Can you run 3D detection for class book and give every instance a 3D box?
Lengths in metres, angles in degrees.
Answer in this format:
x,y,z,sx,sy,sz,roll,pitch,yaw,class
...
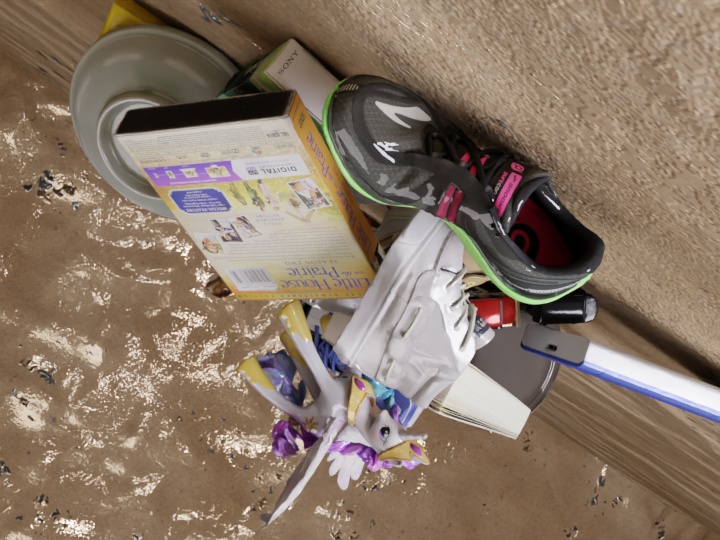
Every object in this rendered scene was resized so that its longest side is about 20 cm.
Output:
x,y,z,sx,sy,sz,roll,pitch,yaw,class
0.066,0.096,0.864,0.133,0.048,0.200,26,176,32,book

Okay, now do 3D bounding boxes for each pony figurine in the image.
x,y,z,sx,sy,sz,roll,pitch,yaw,class
-0.035,0.150,0.946,0.200,0.193,0.166,51,-141,14,pony figurine

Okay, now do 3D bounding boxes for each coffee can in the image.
x,y,z,sx,sy,sz,roll,pitch,yaw,class
0.110,0.075,1.079,0.146,0.147,0.200,36,175,-35,coffee can

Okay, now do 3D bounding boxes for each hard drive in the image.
x,y,z,sx,sy,sz,roll,pitch,yaw,class
0.247,0.094,0.787,0.199,0.025,0.132,21,178,-11,hard drive

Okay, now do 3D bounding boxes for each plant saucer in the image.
x,y,z,sx,sy,sz,roll,pitch,yaw,class
-0.183,-0.121,0.860,0.200,0.200,0.050,34,-141,-9,plant saucer

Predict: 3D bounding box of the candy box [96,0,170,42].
x,y,z,sx,sy,sz,roll,pitch,yaw,class
-0.158,-0.156,0.875,0.199,0.102,0.026,34,-145,-7,candy box

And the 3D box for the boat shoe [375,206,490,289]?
x,y,z,sx,sy,sz,roll,pitch,yaw,class
0.071,-0.011,0.746,0.074,0.066,0.200,47,159,-21,boat shoe

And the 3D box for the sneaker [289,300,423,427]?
x,y,z,sx,sy,sz,roll,pitch,yaw,class
-0.017,0.094,1.036,0.115,0.081,0.200,-5,-134,-34,sneaker

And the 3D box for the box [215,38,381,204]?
x,y,z,sx,sy,sz,roll,pitch,yaw,class
-0.034,-0.108,0.740,0.144,0.036,0.200,40,171,-17,box

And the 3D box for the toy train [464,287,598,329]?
x,y,z,sx,sy,sz,roll,pitch,yaw,class
0.099,0.035,0.768,0.199,0.034,0.046,-3,-172,-8,toy train

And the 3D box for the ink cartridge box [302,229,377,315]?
x,y,z,sx,sy,sz,roll,pitch,yaw,class
0.000,0.000,0.940,0.145,0.085,0.200,15,-179,-19,ink cartridge box

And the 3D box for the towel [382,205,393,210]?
x,y,z,sx,sy,sz,roll,pitch,yaw,class
0.082,-0.042,0.832,0.199,0.023,0.144,32,175,16,towel

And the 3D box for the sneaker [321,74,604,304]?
x,y,z,sx,sy,sz,roll,pitch,yaw,class
0.067,-0.056,0.561,0.199,0.077,0.084,32,158,-17,sneaker

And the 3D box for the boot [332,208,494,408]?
x,y,z,sx,sy,sz,roll,pitch,yaw,class
0.060,0.014,0.678,0.095,0.200,0.074,32,-141,3,boot

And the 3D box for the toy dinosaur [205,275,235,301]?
x,y,z,sx,sy,sz,roll,pitch,yaw,class
-0.075,-0.053,0.825,0.060,0.200,0.107,-2,-127,-41,toy dinosaur

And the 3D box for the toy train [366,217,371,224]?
x,y,z,sx,sy,sz,roll,pitch,yaw,class
-0.029,-0.046,1.288,0.115,0.085,0.200,19,-174,-41,toy train

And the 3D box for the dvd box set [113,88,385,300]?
x,y,z,sx,sy,sz,roll,pitch,yaw,class
-0.073,-0.047,0.713,0.146,0.030,0.200,-2,141,26,dvd box set
